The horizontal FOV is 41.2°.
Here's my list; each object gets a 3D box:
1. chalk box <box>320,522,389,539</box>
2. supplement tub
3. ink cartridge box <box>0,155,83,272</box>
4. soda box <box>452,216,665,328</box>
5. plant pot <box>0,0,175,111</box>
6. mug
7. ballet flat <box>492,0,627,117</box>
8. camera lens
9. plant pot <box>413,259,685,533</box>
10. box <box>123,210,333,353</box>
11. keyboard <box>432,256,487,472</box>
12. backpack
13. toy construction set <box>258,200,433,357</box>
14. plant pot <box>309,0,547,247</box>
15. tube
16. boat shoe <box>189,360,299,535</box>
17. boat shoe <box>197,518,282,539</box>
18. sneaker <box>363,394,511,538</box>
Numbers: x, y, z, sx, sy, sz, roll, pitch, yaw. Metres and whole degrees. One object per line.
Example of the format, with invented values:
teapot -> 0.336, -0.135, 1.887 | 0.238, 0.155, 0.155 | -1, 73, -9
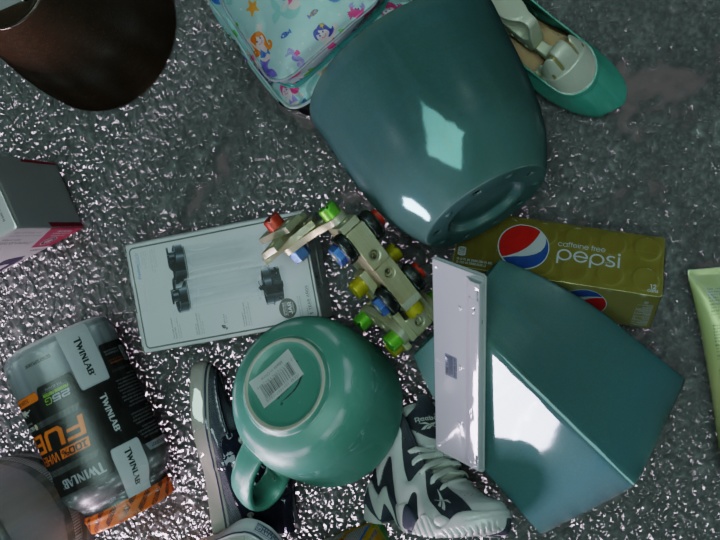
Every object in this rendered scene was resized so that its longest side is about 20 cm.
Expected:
chalk box -> -0.005, 0.378, 0.962 | 0.122, 0.124, 0.203 | -23, 89, 11
supplement tub -> -0.279, 0.162, 1.003 | 0.121, 0.122, 0.202 | -26, 87, 10
ink cartridge box -> -0.419, -0.037, 1.008 | 0.198, 0.145, 0.085 | -26, 88, 10
soda box -> 0.189, -0.002, 0.927 | 0.197, 0.064, 0.069 | 9, 60, 9
plant pot -> -0.306, -0.264, 0.950 | 0.184, 0.200, 0.190 | 1, 93, 10
mug -> -0.050, 0.137, 0.914 | 0.150, 0.114, 0.188 | 0, 70, 25
ballet flat -> 0.173, -0.218, 0.929 | 0.199, 0.070, 0.068 | 39, 98, 6
camera lens -> -0.383, 0.285, 0.984 | 0.157, 0.200, 0.163 | 1, 95, 12
plant pot -> 0.158, 0.103, 0.876 | 0.200, 0.141, 0.141 | 42, 140, 1
box -> -0.137, 0.011, 1.002 | 0.197, 0.060, 0.119 | -12, 91, 10
keyboard -> 0.086, 0.085, 0.834 | 0.056, 0.011, 0.203 | 26, 130, 43
backpack -> -0.059, -0.274, 0.937 | 0.177, 0.150, 0.201 | -36, 81, 11
toy construction set -> 0.000, 0.000, 0.912 | 0.199, 0.131, 0.093 | 36, 82, -16
plant pot -> 0.076, -0.121, 0.867 | 0.199, 0.200, 0.162 | -32, 71, 10
tube -> 0.365, 0.096, 0.923 | 0.052, 0.057, 0.204 | -9, 87, 53
boat shoe -> -0.119, 0.189, 1.007 | 0.091, 0.075, 0.203 | -9, 99, 4
boat shoe -> -0.147, 0.315, 0.965 | 0.071, 0.070, 0.200 | 41, 136, -9
sneaker -> 0.072, 0.185, 0.926 | 0.078, 0.199, 0.132 | 7, 80, -24
